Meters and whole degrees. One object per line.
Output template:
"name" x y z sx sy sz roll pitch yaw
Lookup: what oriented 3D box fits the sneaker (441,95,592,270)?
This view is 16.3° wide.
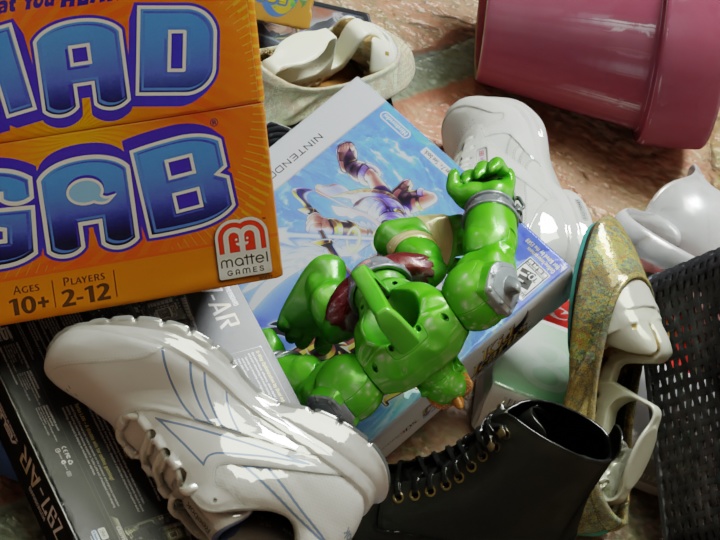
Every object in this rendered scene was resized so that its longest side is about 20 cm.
"sneaker" 0.089 -0.064 1.743 0.099 0.075 0.200 4 32 -26

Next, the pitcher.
"pitcher" 0.272 0.011 1.724 0.200 0.121 0.172 34 20 19

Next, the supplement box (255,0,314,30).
"supplement box" -0.080 -0.236 1.826 0.069 0.067 0.200 9 18 -21

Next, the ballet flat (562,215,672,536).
"ballet flat" 0.158 0.067 1.555 0.071 0.200 0.071 12 -6 1

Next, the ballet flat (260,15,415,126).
"ballet flat" -0.018 -0.145 1.764 0.067 0.062 0.200 40 38 18

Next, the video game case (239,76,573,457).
"video game case" 0.000 0.000 1.580 0.181 0.045 0.200 -41 67 -16

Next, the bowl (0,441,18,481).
"bowl" -0.173 0.049 1.497 0.200 0.039 0.201 16 38 -12

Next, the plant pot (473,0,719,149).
"plant pot" 0.180 -0.196 1.894 0.179 0.200 0.200 5 38 -1

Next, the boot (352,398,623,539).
"boot" 0.041 0.114 1.458 0.200 0.138 0.078 13 39 -14

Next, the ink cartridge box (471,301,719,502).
"ink cartridge box" 0.160 0.055 1.678 0.161 0.050 0.200 20 39 -7

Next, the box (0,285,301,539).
"box" -0.116 0.087 1.410 0.160 0.044 0.200 -16 63 -28

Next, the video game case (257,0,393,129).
"video game case" -0.074 -0.143 1.801 0.200 0.026 0.181 10 39 -20

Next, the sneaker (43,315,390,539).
"sneaker" -0.084 0.093 1.347 0.200 0.075 0.087 28 58 2

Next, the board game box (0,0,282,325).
"board game box" -0.169 -0.099 1.411 0.200 0.200 0.200 -10 17 -12

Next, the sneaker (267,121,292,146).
"sneaker" -0.009 -0.031 1.681 0.200 0.078 0.080 33 8 17

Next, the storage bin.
"storage bin" 0.262 0.089 1.576 0.135 0.094 0.200 4 74 -31

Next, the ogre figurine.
"ogre figurine" 0.018 0.025 1.463 0.200 0.098 0.120 -20 32 -4
